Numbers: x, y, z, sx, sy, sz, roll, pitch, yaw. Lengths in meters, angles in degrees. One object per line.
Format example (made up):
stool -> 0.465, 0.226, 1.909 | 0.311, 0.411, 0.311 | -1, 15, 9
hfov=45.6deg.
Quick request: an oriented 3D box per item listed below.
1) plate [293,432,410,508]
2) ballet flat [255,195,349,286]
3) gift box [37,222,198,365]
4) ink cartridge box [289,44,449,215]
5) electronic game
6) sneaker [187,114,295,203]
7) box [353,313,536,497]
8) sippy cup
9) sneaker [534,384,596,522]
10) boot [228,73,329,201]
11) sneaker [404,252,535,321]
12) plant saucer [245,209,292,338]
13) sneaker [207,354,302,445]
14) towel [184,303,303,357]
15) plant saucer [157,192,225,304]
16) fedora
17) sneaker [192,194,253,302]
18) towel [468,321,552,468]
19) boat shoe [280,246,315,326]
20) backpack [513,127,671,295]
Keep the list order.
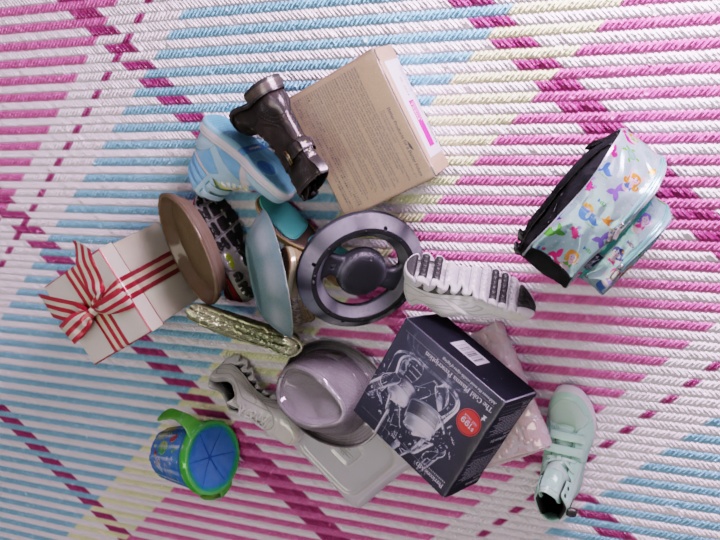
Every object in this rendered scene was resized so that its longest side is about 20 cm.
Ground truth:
plate -> -0.021, 0.306, 1.496 | 0.200, 0.032, 0.200 | 46, 121, 3
ballet flat -> -0.095, -0.042, 1.373 | 0.200, 0.069, 0.063 | 38, 135, 8
gift box -> -0.425, 0.033, 1.485 | 0.184, 0.187, 0.200 | -34, 95, 31
ink cartridge box -> 0.011, -0.201, 1.251 | 0.164, 0.075, 0.200 | -22, 98, 29
electronic game -> 0.000, 0.000, 1.299 | 0.199, 0.042, 0.200 | -9, 122, -14
sneaker -> -0.195, -0.142, 1.364 | 0.200, 0.079, 0.131 | 44, 121, 21
box -> 0.122, 0.196, 1.279 | 0.200, 0.104, 0.182 | 40, 114, 29
sippy cup -> -0.318, 0.345, 1.602 | 0.130, 0.139, 0.178 | -4, 84, 37
sneaker -> 0.304, 0.279, 1.282 | 0.074, 0.118, 0.201 | 7, 112, 24
boot -> -0.118, -0.180, 1.266 | 0.174, 0.069, 0.200 | 61, 161, 0
sneaker -> 0.159, 0.037, 1.272 | 0.199, 0.075, 0.081 | 17, 133, 9
plant saucer -> -0.145, 0.008, 1.302 | 0.039, 0.201, 0.202 | -11, 110, -13
sneaker -> -0.188, 0.241, 1.512 | 0.200, 0.081, 0.075 | 41, 119, 11
towel -> -0.192, 0.096, 1.409 | 0.199, 0.148, 0.037 | 18, 88, -5
plant saucer -> -0.277, -0.039, 1.416 | 0.200, 0.029, 0.200 | 44, 149, 35
fedora -> -0.062, 0.208, 1.415 | 0.200, 0.090, 0.177 | 30, 104, 23
sneaker -> -0.240, -0.035, 1.440 | 0.085, 0.077, 0.200 | -16, 99, 44
towel -> 0.177, 0.204, 1.323 | 0.191, 0.032, 0.200 | -29, 76, 33
boat shoe -> -0.099, 0.025, 1.364 | 0.062, 0.073, 0.200 | -5, 151, -10
backpack -> 0.311, -0.078, 1.103 | 0.150, 0.178, 0.200 | 33, 110, 6
